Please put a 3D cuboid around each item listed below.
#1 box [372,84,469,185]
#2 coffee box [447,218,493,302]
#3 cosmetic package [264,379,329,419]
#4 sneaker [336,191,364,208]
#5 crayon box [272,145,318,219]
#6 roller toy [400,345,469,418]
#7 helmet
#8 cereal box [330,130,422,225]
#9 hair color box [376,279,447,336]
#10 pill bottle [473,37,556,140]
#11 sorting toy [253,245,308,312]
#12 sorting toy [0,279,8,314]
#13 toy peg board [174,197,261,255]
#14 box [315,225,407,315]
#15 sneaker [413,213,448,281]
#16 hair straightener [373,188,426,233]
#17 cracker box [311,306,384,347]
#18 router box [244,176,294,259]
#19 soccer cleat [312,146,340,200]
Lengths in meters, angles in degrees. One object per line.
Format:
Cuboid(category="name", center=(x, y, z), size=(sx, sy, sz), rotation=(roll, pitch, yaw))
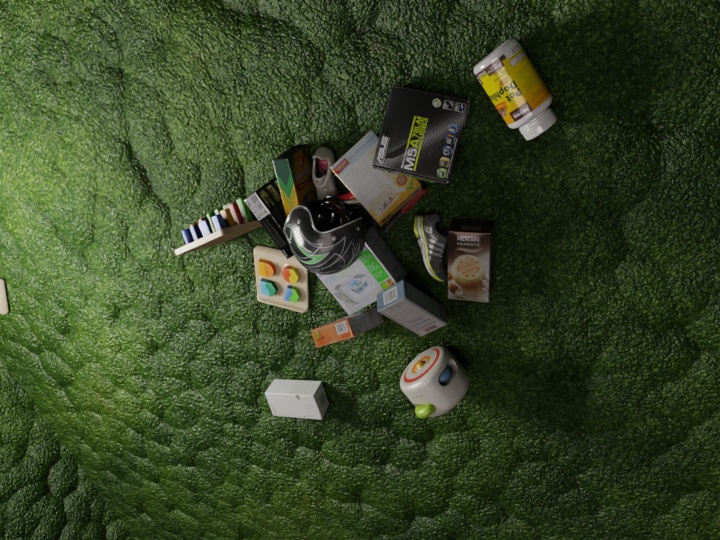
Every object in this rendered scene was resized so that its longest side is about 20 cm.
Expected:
Cuboid(category="box", center=(0.143, -0.322, 1.273), size=(0.191, 0.047, 0.202), rotation=(16, 95, 10))
Cuboid(category="coffee box", center=(0.289, -0.026, 1.406), size=(0.113, 0.080, 0.202), rotation=(4, 119, 19))
Cuboid(category="cosmetic package", center=(-0.223, 0.451, 1.872), size=(0.198, 0.081, 0.114), rotation=(-5, 117, 23))
Cuboid(category="sneaker", center=(0.019, -0.221, 1.417), size=(0.198, 0.077, 0.086), rotation=(-16, 80, 25))
Cuboid(category="crayon box", center=(-0.168, -0.225, 1.451), size=(0.050, 0.127, 0.202), rotation=(0, 119, 21))
Cuboid(category="roller toy", center=(0.213, 0.319, 1.567), size=(0.182, 0.200, 0.140), rotation=(-39, 100, 10))
Cuboid(category="helmet", center=(-0.084, -0.085, 1.374), size=(0.191, 0.199, 0.201), rotation=(44, 126, 14))
Cuboid(category="cereal box", center=(0.039, -0.233, 1.339), size=(0.144, 0.040, 0.200), rotation=(-40, 74, 3))
Cuboid(category="hair color box", center=(0.146, 0.109, 1.492), size=(0.099, 0.061, 0.199), rotation=(-29, 136, 32))
Cuboid(category="pill bottle", center=(0.343, -0.391, 1.165), size=(0.109, 0.109, 0.201), rotation=(-31, 103, 32))
Cuboid(category="sorting toy", center=(-0.251, 0.031, 1.678), size=(0.183, 0.037, 0.202), rotation=(13, 121, 15))
Cuboid(category="sorting toy", center=(-1.567, 0.077, 2.218), size=(0.198, 0.037, 0.187), rotation=(23, 123, 8))
Cuboid(category="toy peg board", center=(-0.425, -0.136, 1.571), size=(0.198, 0.199, 0.099), rotation=(-19, 94, 29))
Cuboid(category="box", center=(0.000, 0.000, 1.527), size=(0.199, 0.097, 0.177), rotation=(-30, 106, 32))
Cuboid(category="sneaker", center=(0.205, -0.062, 1.427), size=(0.080, 0.074, 0.201), rotation=(-14, 113, 24))
Cuboid(category="hair straightener", center=(0.095, -0.175, 1.435), size=(0.077, 0.041, 0.200), rotation=(56, 132, 18))
Cuboid(category="cracker box", center=(-0.034, 0.164, 1.566), size=(0.133, 0.199, 0.058), rotation=(-20, 86, 29))
Cuboid(category="router box", center=(-0.217, -0.152, 1.496), size=(0.051, 0.149, 0.201), rotation=(-27, 105, 31))
Cuboid(category="soccer cleat", center=(-0.100, -0.231, 1.443), size=(0.069, 0.086, 0.202), rotation=(4, 119, 19))
